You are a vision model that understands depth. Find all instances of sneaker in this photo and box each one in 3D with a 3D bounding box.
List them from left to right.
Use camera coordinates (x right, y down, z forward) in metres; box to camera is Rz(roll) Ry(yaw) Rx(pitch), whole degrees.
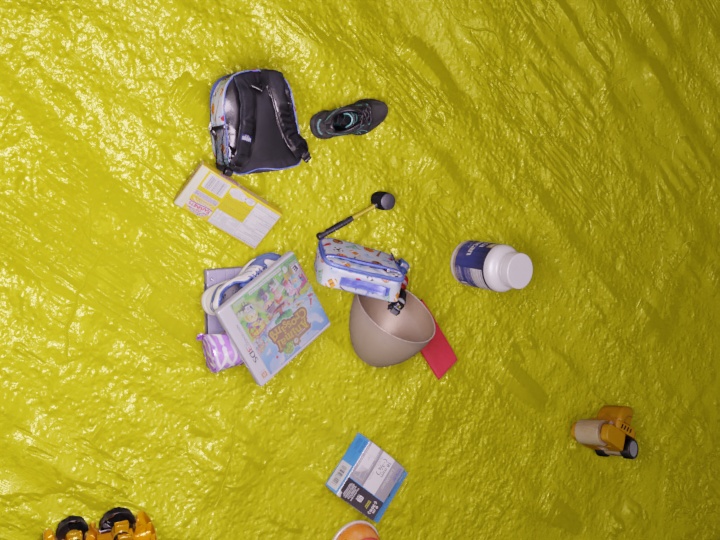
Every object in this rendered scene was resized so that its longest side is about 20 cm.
[{"bbox_3d":[-0.221,0.033,1.504,0.199,0.088,0.076,-37,109,-27],"label":"sneaker"},{"bbox_3d":[-0.012,-0.326,1.633,0.197,0.079,0.077,-23,108,-29],"label":"sneaker"}]

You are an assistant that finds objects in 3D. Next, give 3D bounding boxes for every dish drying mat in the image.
[{"bbox_3d":[0.170,0.170,1.849,0.077,0.018,0.202,-42,117,-20],"label":"dish drying mat"}]

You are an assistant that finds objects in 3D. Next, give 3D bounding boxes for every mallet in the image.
[{"bbox_3d":[-0.008,-0.119,1.668,0.198,0.065,0.042,-33,110,-24],"label":"mallet"}]

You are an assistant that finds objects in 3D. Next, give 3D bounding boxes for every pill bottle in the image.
[{"bbox_3d":[0.317,-0.010,1.810,0.109,0.199,0.114,-5,99,-31],"label":"pill bottle"}]

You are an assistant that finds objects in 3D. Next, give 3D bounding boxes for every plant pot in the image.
[{"bbox_3d":[0.051,0.137,1.686,0.197,0.202,0.136,11,125,-33],"label":"plant pot"}]

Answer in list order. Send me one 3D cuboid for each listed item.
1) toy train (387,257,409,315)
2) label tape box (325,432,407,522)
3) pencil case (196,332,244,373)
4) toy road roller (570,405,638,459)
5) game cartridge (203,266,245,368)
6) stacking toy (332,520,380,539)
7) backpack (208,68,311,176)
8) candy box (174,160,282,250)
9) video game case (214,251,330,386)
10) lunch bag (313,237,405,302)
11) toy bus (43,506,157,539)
[{"bbox_3d":[0.087,0.029,1.692,0.034,0.201,0.046,34,119,-15],"label":"toy train"},{"bbox_3d":[0.032,0.502,1.776,0.200,0.063,0.145,43,74,-29],"label":"label tape box"},{"bbox_3d":[-0.224,0.139,1.521,0.197,0.084,0.087,-17,71,-31],"label":"pencil case"},{"bbox_3d":[0.716,0.452,2.178,0.198,0.122,0.149,30,66,-32],"label":"toy road roller"},{"bbox_3d":[-0.260,0.095,1.556,0.127,0.038,0.205,-4,99,-28],"label":"game cartridge"},{"bbox_3d":[0.027,0.675,1.714,0.144,0.199,0.150,-4,98,-32],"label":"stacking toy"},{"bbox_3d":[-0.209,-0.293,1.469,0.197,0.153,0.195,-14,111,-37],"label":"backpack"},{"bbox_3d":[-0.262,-0.127,1.502,0.198,0.027,0.102,32,114,-31],"label":"candy box"},{"bbox_3d":[-0.168,0.094,1.484,0.199,0.022,0.184,-40,118,-27],"label":"video game case"},{"bbox_3d":[0.000,0.000,1.612,0.196,0.161,0.077,12,109,-14],"label":"lunch bag"},{"bbox_3d":[-0.496,0.572,1.423,0.196,0.135,0.196,0,112,-30],"label":"toy bus"}]
